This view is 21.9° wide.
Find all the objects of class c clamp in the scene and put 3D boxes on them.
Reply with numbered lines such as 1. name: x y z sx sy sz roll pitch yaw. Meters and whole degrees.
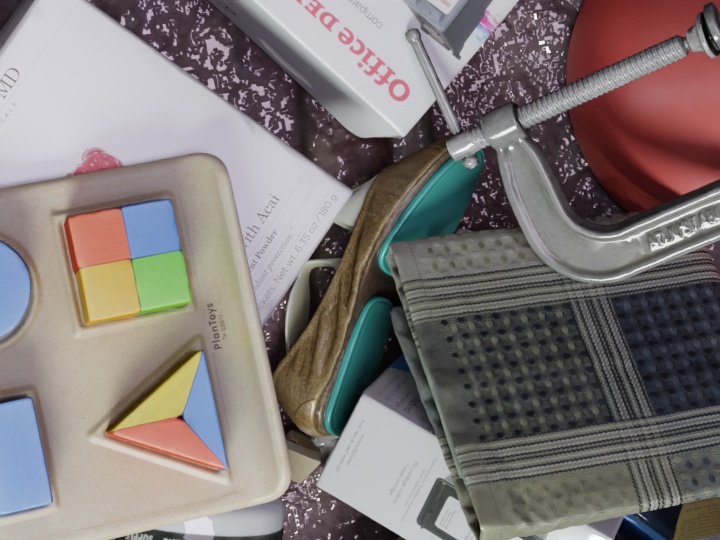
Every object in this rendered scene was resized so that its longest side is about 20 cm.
1. c clamp: 0.141 -0.081 1.014 0.200 0.027 0.171 -18 98 20

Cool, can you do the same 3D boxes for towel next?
1. towel: 0.124 0.054 1.040 0.200 0.035 0.193 -6 59 -17

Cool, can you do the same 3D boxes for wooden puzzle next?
1. wooden puzzle: -0.147 0.045 0.935 0.200 0.046 0.185 -12 88 -10

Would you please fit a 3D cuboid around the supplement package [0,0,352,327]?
1. supplement package: -0.128 -0.054 1.031 0.200 0.120 0.121 35 85 -15

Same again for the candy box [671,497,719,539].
1. candy box: 0.220 0.199 1.067 0.055 0.200 0.116 -16 115 29

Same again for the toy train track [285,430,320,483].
1. toy train track: -0.113 0.074 1.085 0.200 0.033 0.115 25 127 -25

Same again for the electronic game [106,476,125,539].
1. electronic game: -0.211 0.122 1.007 0.200 0.042 0.200 -2 85 27

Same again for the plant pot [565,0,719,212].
1. plant pot: 0.243 -0.114 1.107 0.200 0.177 0.201 -1 94 -16

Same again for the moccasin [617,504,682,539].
1. moccasin: 0.170 0.123 1.154 0.200 0.080 0.068 40 78 -16

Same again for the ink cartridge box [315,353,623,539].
1. ink cartridge box: 0.088 0.130 1.066 0.200 0.116 0.068 30 110 8

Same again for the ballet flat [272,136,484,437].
1. ballet flat: 0.000 0.000 1.102 0.068 0.072 0.200 23 92 -59

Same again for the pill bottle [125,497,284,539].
1. pill bottle: -0.109 0.219 1.060 0.112 0.112 0.200 6 93 -17

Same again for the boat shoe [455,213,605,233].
1. boat shoe: 0.144 0.010 1.138 0.202 0.075 0.086 14 107 -10

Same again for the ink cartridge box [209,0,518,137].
1. ink cartridge box: 0.025 -0.196 1.085 0.148 0.086 0.200 41 81 -15

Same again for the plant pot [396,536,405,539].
1. plant pot: 0.062 0.250 1.084 0.179 0.200 0.200 44 81 1
